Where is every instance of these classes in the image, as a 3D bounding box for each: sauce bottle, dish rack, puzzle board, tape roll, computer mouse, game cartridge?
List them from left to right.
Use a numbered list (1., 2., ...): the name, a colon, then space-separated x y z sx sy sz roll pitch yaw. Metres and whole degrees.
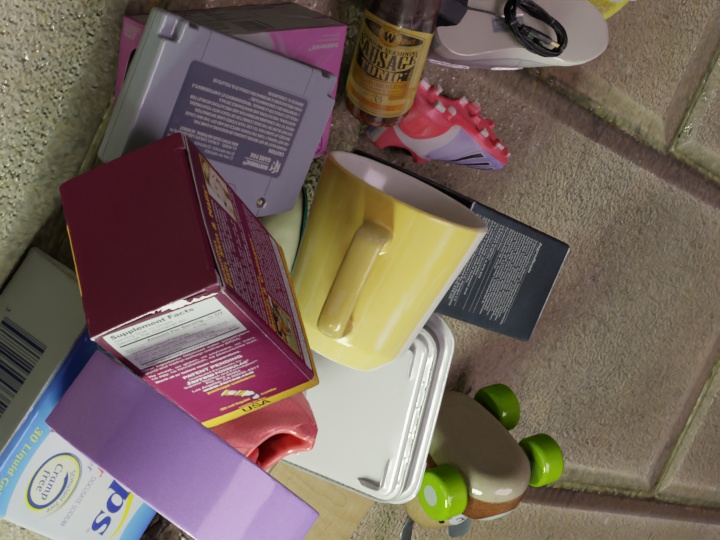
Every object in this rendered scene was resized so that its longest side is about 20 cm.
1. tape roll: -0.127 0.141 1.128 0.066 0.199 0.200 -54 145 -8
2. game cartridge: -0.106 -0.109 1.185 0.199 0.041 0.134 13 106 -52
3. puzzle board: -0.069 0.260 1.628 0.151 0.017 0.200 -54 144 -8
4. dish rack: -0.012 0.114 1.459 0.043 0.170 0.202 -32 139 -62
5. sauce bottle: 0.032 -0.211 1.338 0.066 0.066 0.201 -34 153 -33
6. computer mouse: 0.104 -0.235 1.401 0.198 0.034 0.059 14 78 -24

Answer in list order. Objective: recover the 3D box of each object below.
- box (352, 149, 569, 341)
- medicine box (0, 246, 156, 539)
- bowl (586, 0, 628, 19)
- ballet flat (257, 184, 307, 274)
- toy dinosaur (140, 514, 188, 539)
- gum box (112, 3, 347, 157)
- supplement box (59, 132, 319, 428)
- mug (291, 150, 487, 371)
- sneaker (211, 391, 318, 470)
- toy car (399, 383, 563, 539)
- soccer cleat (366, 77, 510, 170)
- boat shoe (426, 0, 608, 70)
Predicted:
1. box: 0.079 -0.021 1.497 0.199 0.148 0.108 18 97 -54
2. medicine box: -0.224 0.112 1.250 0.183 0.103 0.200 -57 144 -5
3. bowl: 0.233 -0.316 1.526 0.199 0.107 0.201 -30 135 -35
4. ballet flat: -0.097 0.011 1.382 0.069 0.069 0.202 -13 124 -47
5. toy dinosaur: -0.195 0.286 1.453 0.102 0.077 0.201 -36 145 -13
6. gum box: -0.107 -0.143 1.248 0.199 0.066 0.114 -14 123 -46
7. supplement box: -0.120 0.014 1.142 0.102 0.132 0.200 -21 151 9
8. mug: -0.002 -0.003 1.322 0.186 0.149 0.154 10 110 -51
9. sneaker: -0.129 0.152 1.376 0.199 0.087 0.074 -22 140 -13
10. toy car: 0.101 0.247 1.735 0.163 0.158 0.201 -13 137 -32
11. soccer cleat: 0.078 -0.129 1.513 0.076 0.067 0.200 -35 157 19
12. boat shoe: 0.139 -0.217 1.476 0.199 0.068 0.073 -12 91 -29
